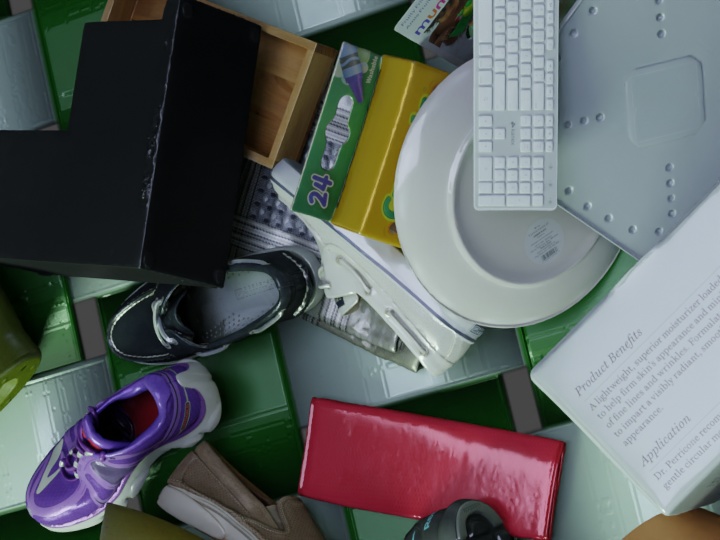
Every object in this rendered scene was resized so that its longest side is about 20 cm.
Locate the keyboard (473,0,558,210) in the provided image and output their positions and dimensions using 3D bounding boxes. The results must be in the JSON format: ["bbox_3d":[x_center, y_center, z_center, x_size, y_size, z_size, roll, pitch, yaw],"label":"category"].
[{"bbox_3d":[0.102,-0.139,1.401,0.056,0.011,0.201,-1,102,-2],"label":"keyboard"}]

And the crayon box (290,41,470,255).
[{"bbox_3d":[0.063,-0.071,1.494,0.052,0.199,0.126,22,95,62],"label":"crayon box"}]

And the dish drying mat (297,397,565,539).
[{"bbox_3d":[0.051,0.147,1.572,0.199,0.018,0.077,8,90,22],"label":"dish drying mat"}]

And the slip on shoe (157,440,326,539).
[{"bbox_3d":[-0.059,0.197,1.585,0.199,0.076,0.061,28,84,26],"label":"slip on shoe"}]

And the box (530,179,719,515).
[{"bbox_3d":[0.244,0.046,1.409,0.199,0.200,0.131,-46,74,12],"label":"box"}]

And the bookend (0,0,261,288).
[{"bbox_3d":[-0.189,-0.095,1.595,0.199,0.092,0.200,2,82,39],"label":"bookend"}]

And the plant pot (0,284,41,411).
[{"bbox_3d":[-0.357,0.041,1.654,0.193,0.200,0.200,46,102,6],"label":"plant pot"}]

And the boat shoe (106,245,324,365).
[{"bbox_3d":[-0.123,0.028,1.608,0.199,0.060,0.076,-24,89,30],"label":"boat shoe"}]

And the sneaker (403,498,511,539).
[{"bbox_3d":[0.086,0.266,1.532,0.079,0.075,0.201,-22,80,42],"label":"sneaker"}]

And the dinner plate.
[{"bbox_3d":[0.115,-0.056,1.482,0.024,0.199,0.201,25,96,61],"label":"dinner plate"}]

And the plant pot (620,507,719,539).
[{"bbox_3d":[0.234,0.251,1.407,0.140,0.200,0.201,39,100,43],"label":"plant pot"}]

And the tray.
[{"bbox_3d":[-0.119,-0.155,1.631,0.199,0.037,0.099,24,97,31],"label":"tray"}]

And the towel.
[{"bbox_3d":[-0.003,-0.047,1.597,0.199,0.035,0.193,24,94,20],"label":"towel"}]

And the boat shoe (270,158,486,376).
[{"bbox_3d":[0.000,0.000,1.548,0.200,0.071,0.070,41,101,13],"label":"boat shoe"}]

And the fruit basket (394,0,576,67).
[{"bbox_3d":[0.123,-0.213,1.474,0.094,0.200,0.185,42,100,18],"label":"fruit basket"}]

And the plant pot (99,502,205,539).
[{"bbox_3d":[-0.131,0.279,1.556,0.141,0.200,0.201,8,89,-5],"label":"plant pot"}]

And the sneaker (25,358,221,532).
[{"bbox_3d":[-0.198,0.129,1.622,0.200,0.083,0.081,-41,66,28],"label":"sneaker"}]

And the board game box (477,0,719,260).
[{"bbox_3d":[0.205,-0.120,1.459,0.200,0.200,0.026,-54,28,9],"label":"board game box"}]
